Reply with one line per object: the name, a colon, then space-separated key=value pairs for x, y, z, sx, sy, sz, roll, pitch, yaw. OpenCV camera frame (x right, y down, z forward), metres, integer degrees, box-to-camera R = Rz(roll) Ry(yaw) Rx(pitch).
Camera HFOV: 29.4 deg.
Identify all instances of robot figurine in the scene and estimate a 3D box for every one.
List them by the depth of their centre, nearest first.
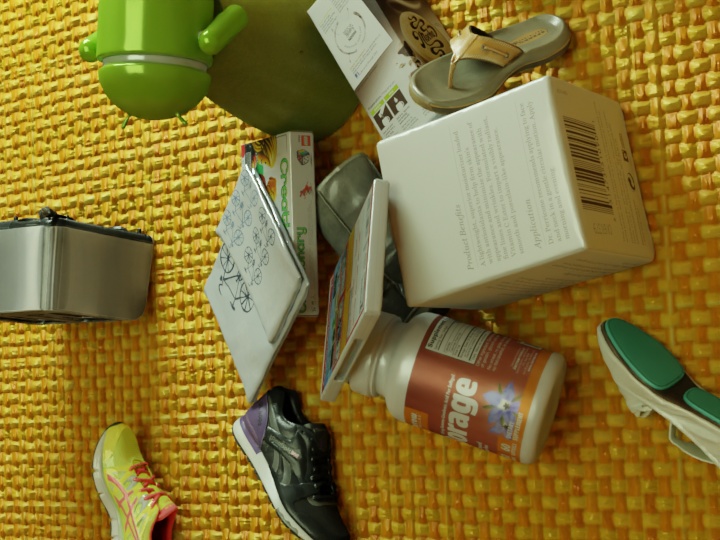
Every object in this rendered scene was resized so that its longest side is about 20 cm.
robot figurine: x=-0.204 y=-0.243 z=1.365 sx=0.173 sy=0.115 sz=0.203 roll=0 pitch=88 yaw=27

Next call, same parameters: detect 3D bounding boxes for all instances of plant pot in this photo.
plant pot: x=-0.118 y=-0.244 z=1.497 sx=0.185 sy=0.199 sz=0.190 roll=-2 pitch=87 yaw=35

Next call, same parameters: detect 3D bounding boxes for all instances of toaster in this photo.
toaster: x=-0.377 y=0.000 z=1.673 sx=0.179 sy=0.199 sz=0.121 roll=-5 pitch=80 yaw=34

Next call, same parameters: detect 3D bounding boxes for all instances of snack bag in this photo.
snack bag: x=-0.126 y=0.016 z=1.543 sx=0.190 sy=0.021 sz=0.201 roll=62 pitch=140 yaw=36

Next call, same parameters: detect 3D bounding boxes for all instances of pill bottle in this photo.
pill bottle: x=0.094 y=0.109 z=1.351 sx=0.197 sy=0.112 sz=0.114 roll=17 pitch=98 yaw=16

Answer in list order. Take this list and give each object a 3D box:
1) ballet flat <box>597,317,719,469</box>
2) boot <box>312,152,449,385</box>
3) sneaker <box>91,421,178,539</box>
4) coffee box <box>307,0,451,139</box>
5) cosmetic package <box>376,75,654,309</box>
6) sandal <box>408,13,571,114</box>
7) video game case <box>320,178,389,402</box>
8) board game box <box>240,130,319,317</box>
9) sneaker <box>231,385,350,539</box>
ballet flat: x=0.290 y=0.125 z=1.277 sx=0.199 sy=0.069 sz=0.070 roll=39 pitch=109 yaw=29
boot: x=0.000 y=0.001 z=1.480 sx=0.182 sy=0.072 sz=0.200 roll=-47 pitch=69 yaw=10
sneaker: x=-0.261 y=0.279 z=1.658 sx=0.089 sy=0.078 sz=0.203 roll=-17 pitch=83 yaw=25
coffee box: x=0.044 y=-0.216 z=1.430 sx=0.080 sy=0.112 sz=0.201 roll=-43 pitch=65 yaw=31
cosmetic package: x=0.149 y=-0.066 z=1.319 sx=0.198 sy=0.164 sz=0.167 roll=-17 pitch=77 yaw=33
sandal: x=0.125 y=-0.214 z=1.334 sx=0.080 sy=0.199 sz=0.055 roll=38 pitch=148 yaw=39
video game case: x=-0.007 y=0.024 z=1.337 sx=0.201 sy=0.017 sz=0.145 roll=116 pitch=161 yaw=-58
board game box: x=-0.091 y=-0.048 z=1.538 sx=0.126 sy=0.034 sz=0.203 roll=-6 pitch=86 yaw=59
sneaker: x=-0.063 y=0.216 z=1.515 sx=0.088 sy=0.075 sz=0.201 roll=-46 pitch=63 yaw=18
